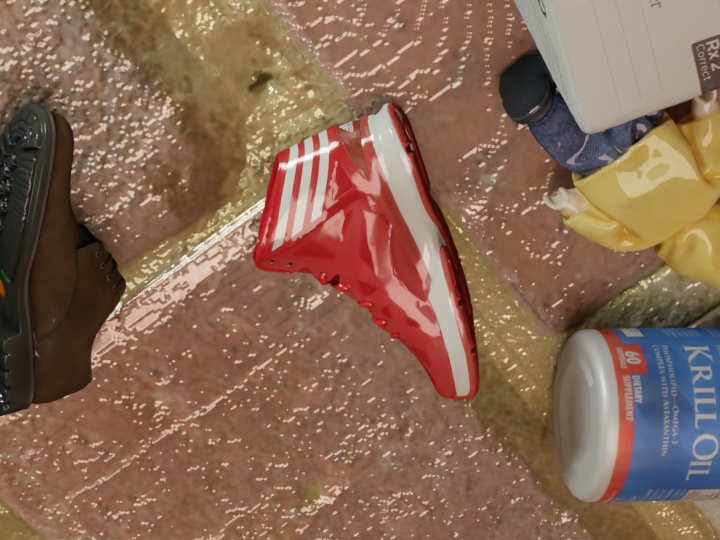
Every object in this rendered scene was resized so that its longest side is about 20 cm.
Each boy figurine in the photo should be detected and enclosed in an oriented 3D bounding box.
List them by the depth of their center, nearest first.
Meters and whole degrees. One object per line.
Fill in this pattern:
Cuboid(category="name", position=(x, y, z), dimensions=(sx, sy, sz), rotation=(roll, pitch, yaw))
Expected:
Cuboid(category="boy figurine", position=(0.176, -0.065, 1.442), dimensions=(0.124, 0.065, 0.200), rotation=(-41, 122, 14))

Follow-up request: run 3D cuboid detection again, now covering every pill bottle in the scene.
Cuboid(category="pill bottle", position=(0.233, 0.092, 1.524), dimensions=(0.199, 0.112, 0.113), rotation=(-1, 122, -12))

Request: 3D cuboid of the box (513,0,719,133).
Cuboid(category="box", position=(0.133, -0.217, 1.255), dimensions=(0.130, 0.200, 0.200), rotation=(-20, 123, 1))

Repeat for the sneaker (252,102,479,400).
Cuboid(category="sneaker", position=(0.000, 0.000, 1.449), dimensions=(0.115, 0.078, 0.201), rotation=(-15, 112, 8))

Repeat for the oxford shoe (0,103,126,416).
Cuboid(category="oxford shoe", position=(-0.182, -0.012, 1.403), dimensions=(0.084, 0.073, 0.201), rotation=(-10, 127, -26))
